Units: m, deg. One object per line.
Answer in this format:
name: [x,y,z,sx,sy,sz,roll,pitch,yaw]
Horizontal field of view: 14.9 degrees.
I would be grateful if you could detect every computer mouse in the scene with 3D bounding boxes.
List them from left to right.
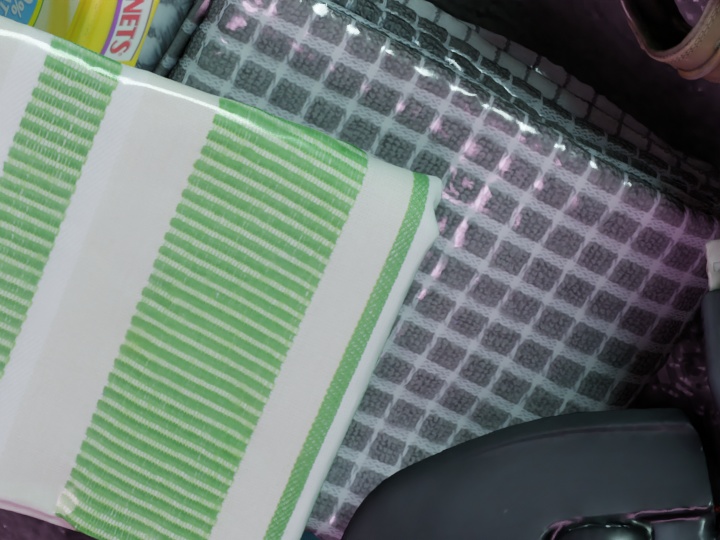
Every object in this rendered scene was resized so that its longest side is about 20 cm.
computer mouse: [0.052,0.079,0.790,0.053,0.139,0.200,19,148,-39]

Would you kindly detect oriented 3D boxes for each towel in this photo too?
towel: [-0.091,0.006,0.809,0.199,0.023,0.153,19,112,-13]
towel: [0.000,0.000,0.874,0.200,0.086,0.166,26,111,-16]

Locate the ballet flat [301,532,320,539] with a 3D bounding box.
ballet flat: [0.029,0.174,1.067,0.200,0.068,0.072,37,153,6]

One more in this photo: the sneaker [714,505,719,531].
sneaker: [0.123,0.108,0.816,0.098,0.071,0.200,27,164,-36]

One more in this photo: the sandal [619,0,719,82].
sandal: [0.095,-0.092,0.776,0.057,0.201,0.080,-25,66,12]

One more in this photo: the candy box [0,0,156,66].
candy box: [-0.080,-0.139,0.799,0.102,0.026,0.200,47,128,33]
